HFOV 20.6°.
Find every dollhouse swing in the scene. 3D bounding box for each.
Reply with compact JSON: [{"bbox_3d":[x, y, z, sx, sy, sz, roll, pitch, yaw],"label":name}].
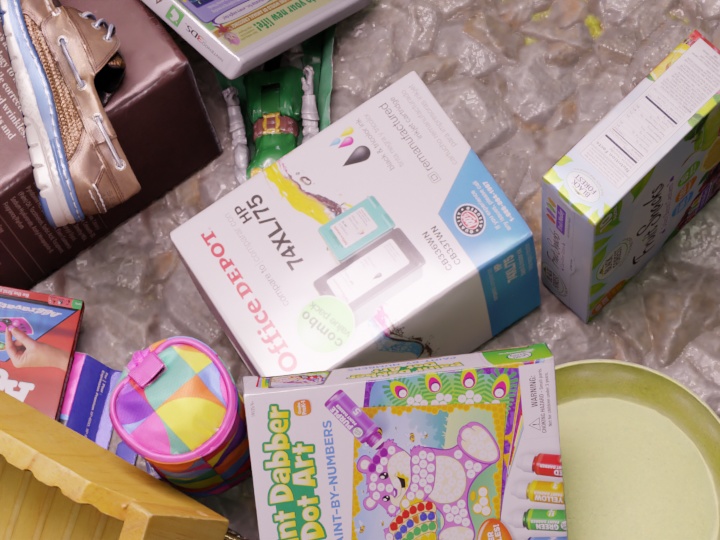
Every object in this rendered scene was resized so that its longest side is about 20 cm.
[{"bbox_3d":[-0.218,0.189,1.259,0.199,0.182,0.177,27,91,20],"label":"dollhouse swing"}]

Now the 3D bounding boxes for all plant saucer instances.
[{"bbox_3d":[0.162,0.161,1.335,0.198,0.031,0.202,-2,70,5],"label":"plant saucer"}]

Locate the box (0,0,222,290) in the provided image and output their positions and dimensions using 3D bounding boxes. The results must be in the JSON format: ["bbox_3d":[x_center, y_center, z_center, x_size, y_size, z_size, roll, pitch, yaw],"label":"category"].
[{"bbox_3d":[-0.231,-0.117,1.401,0.199,0.164,0.166,-35,71,-7],"label":"box"}]

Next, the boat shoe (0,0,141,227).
[{"bbox_3d":[-0.188,-0.130,1.283,0.072,0.072,0.202,-13,81,-5],"label":"boat shoe"}]

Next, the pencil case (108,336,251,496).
[{"bbox_3d":[-0.113,0.099,1.302,0.087,0.200,0.089,0,77,0],"label":"pencil case"}]

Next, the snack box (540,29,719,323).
[{"bbox_3d":[0.184,-0.057,1.319,0.142,0.200,0.053,-43,72,-9],"label":"snack box"}]

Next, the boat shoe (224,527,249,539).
[{"bbox_3d":[-0.060,0.231,1.314,0.199,0.068,0.072,31,75,14],"label":"boat shoe"}]

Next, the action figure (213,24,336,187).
[{"bbox_3d":[-0.061,-0.122,1.444,0.117,0.055,0.202,-10,67,14],"label":"action figure"}]

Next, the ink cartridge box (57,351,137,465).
[{"bbox_3d":[-0.252,0.098,1.399,0.198,0.037,0.096,10,71,7],"label":"ink cartridge box"}]

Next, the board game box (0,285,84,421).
[{"bbox_3d":[-0.299,0.053,1.378,0.198,0.019,0.104,10,68,1],"label":"board game box"}]

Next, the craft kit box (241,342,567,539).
[{"bbox_3d":[0.032,0.156,1.250,0.195,0.049,0.202,-7,102,-1],"label":"craft kit box"}]

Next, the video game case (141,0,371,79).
[{"bbox_3d":[-0.101,-0.226,1.395,0.182,0.022,0.200,42,35,8],"label":"video game case"}]

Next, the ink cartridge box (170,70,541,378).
[{"bbox_3d":[0.000,0.000,1.346,0.199,0.146,0.147,-34,70,-5],"label":"ink cartridge box"}]
